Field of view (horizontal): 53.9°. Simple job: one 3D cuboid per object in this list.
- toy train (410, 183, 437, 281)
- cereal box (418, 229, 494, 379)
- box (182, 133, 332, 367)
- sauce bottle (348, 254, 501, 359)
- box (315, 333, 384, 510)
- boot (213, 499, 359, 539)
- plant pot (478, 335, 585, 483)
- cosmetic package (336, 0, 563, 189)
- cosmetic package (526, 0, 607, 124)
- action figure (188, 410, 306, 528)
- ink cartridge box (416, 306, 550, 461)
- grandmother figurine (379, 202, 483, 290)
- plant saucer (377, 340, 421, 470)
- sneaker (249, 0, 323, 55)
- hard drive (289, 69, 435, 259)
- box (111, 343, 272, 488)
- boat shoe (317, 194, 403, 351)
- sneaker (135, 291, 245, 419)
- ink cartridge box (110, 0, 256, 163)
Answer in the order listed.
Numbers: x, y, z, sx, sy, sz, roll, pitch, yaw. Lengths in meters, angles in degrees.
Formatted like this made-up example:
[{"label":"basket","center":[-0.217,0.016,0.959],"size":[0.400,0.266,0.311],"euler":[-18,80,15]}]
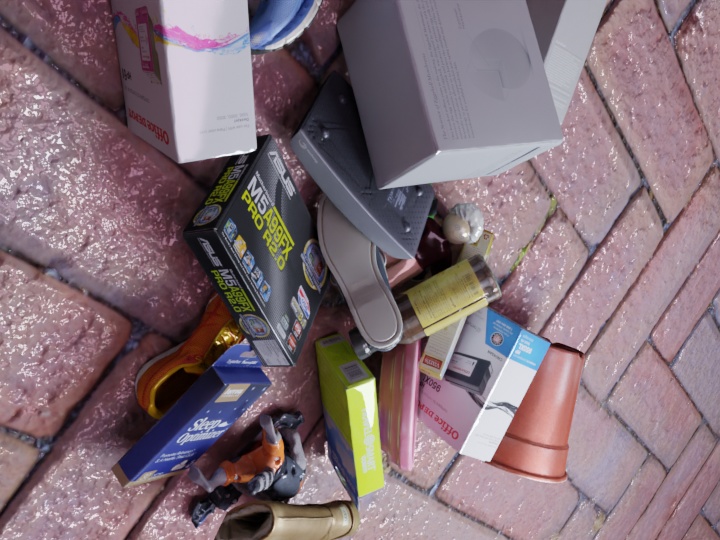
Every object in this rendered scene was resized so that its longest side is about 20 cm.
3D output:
[{"label":"toy train","center":[0.076,-0.077,0.947],"size":[0.041,0.056,0.205],"euler":[-12,116,-33]},{"label":"cereal box","center":[0.133,0.051,0.990],"size":[0.144,0.039,0.204],"euler":[59,53,-77]},{"label":"box","center":[-0.103,-0.020,0.788],"size":[0.162,0.043,0.203],"euler":[-68,144,-43]},{"label":"sauce bottle","center":[0.078,0.050,0.893],"size":[0.197,0.065,0.065],"euler":[-27,128,5]},{"label":"box","center":[-0.015,0.204,0.958],"size":[0.047,0.122,0.205],"euler":[-15,119,-18]},{"label":"boot","center":[-0.116,0.334,0.915],"size":[0.173,0.067,0.199],"euler":[-32,151,22]},{"label":"plant pot","center":[0.263,0.204,1.144],"size":[0.198,0.199,0.200],"euler":[14,93,-40]},{"label":"cosmetic package","center":[0.100,-0.215,0.807],"size":[0.196,0.122,0.204],"euler":[-10,83,-35]},{"label":"cosmetic package","center":[0.243,-0.310,0.940],"size":[0.089,0.106,0.204],"euler":[13,103,-39]},{"label":"action figure","center":[-0.137,0.271,0.900],"size":[0.200,0.104,0.194],"euler":[-47,151,-5]},{"label":"ink cartridge box","center":[0.171,0.159,1.069],"size":[0.083,0.144,0.203],"euler":[23,95,-40]},{"label":"grandmother figurine","center":[0.072,-0.020,0.910],"size":[0.198,0.061,0.122],"euler":[-32,120,12]},{"label":"plant saucer","center":[0.055,0.170,0.985],"size":[0.049,0.201,0.205],"euler":[3,115,6]},{"label":"sneaker","center":[-0.076,-0.313,0.720],"size":[0.088,0.078,0.203],"euler":[31,82,-35]},{"label":"hard drive","center":[0.005,-0.117,0.823],"size":[0.200,0.042,0.137],"euler":[46,44,-25]},{"label":"box","center":[-0.178,0.164,0.810],"size":[0.200,0.032,0.121],"euler":[-46,162,7]},{"label":"boat shoe","center":[0.000,0.000,0.853],"size":[0.074,0.203,0.062],"euler":[-24,166,-6]},{"label":"sneaker","center":[-0.171,0.093,0.821],"size":[0.201,0.077,0.073],"euler":[-49,129,-11]},{"label":"ink cartridge box","center":[-0.164,-0.215,0.640],"size":[0.083,0.144,0.205],"euler":[-17,119,-30]}]
